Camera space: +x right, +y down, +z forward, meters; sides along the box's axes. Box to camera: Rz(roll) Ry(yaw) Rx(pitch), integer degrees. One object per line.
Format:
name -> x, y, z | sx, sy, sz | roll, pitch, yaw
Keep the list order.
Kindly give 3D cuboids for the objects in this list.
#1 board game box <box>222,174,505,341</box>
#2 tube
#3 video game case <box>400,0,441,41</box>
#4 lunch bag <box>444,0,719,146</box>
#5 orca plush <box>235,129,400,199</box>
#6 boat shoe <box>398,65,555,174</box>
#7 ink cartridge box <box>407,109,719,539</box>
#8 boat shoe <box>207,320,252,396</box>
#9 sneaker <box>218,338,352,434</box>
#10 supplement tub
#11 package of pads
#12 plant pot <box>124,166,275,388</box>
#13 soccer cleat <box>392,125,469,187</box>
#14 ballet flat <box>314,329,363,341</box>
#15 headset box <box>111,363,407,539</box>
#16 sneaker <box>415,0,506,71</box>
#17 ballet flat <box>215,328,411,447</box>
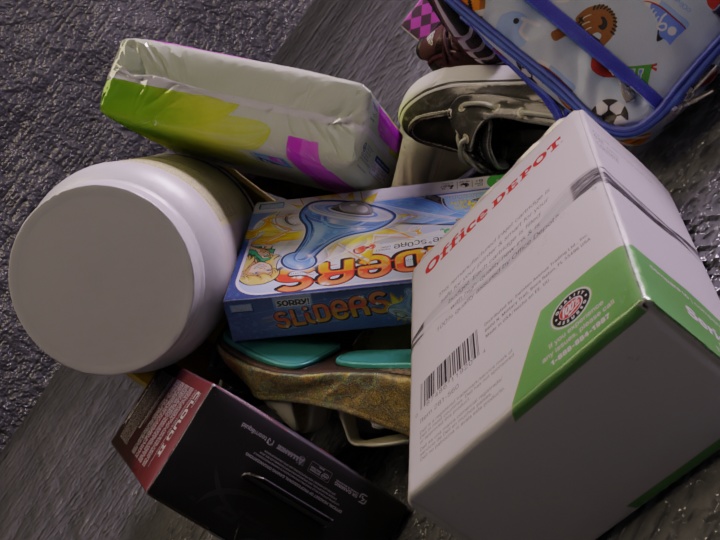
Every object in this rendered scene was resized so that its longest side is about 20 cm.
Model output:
board game box -> 0.015, -0.012, 0.697 | 0.199, 0.035, 0.136 | -6, 32, 8
tube -> 0.042, 0.026, 0.746 | 0.058, 0.052, 0.201 | 12, 55, 31
video game case -> 0.135, -0.291, 0.983 | 0.200, 0.036, 0.181 | -50, -14, 12
lunch bag -> 0.146, -0.177, 0.619 | 0.160, 0.200, 0.076 | -48, -14, 12
orca plush -> -0.017, -0.086, 0.965 | 0.105, 0.199, 0.071 | -55, 47, 49
boat shoe -> 0.097, -0.108, 0.740 | 0.199, 0.071, 0.064 | 1, 57, 47
ink cartridge box -> 0.099, 0.028, 0.511 | 0.146, 0.084, 0.200 | -45, 19, 26
boat shoe -> -0.055, 0.019, 0.827 | 0.092, 0.075, 0.201 | -6, 42, 36
sneaker -> -0.085, 0.126, 0.852 | 0.199, 0.089, 0.074 | -34, 39, -13
supplement tub -> -0.155, -0.009, 0.729 | 0.145, 0.145, 0.200 | -51, 2, 10
package of pads -> -0.074, -0.113, 0.772 | 0.154, 0.199, 0.069 | 23, -98, -78
plant pot -> -0.119, 0.025, 0.959 | 0.200, 0.200, 0.176 | -53, 5, 3
soccer cleat -> 0.053, -0.095, 0.891 | 0.200, 0.077, 0.070 | -38, 23, 43
ballet flat -> 0.000, 0.000, 0.791 | 0.057, 0.067, 0.200 | -17, 18, 47
headset box -> -0.071, 0.134, 0.656 | 0.075, 0.148, 0.200 | -58, 16, -11
sneaker -> 0.074, -0.186, 0.777 | 0.115, 0.200, 0.076 | 7, 76, 41
ballet flat -> -0.016, 0.078, 0.650 | 0.199, 0.071, 0.071 | 4, 54, 34
